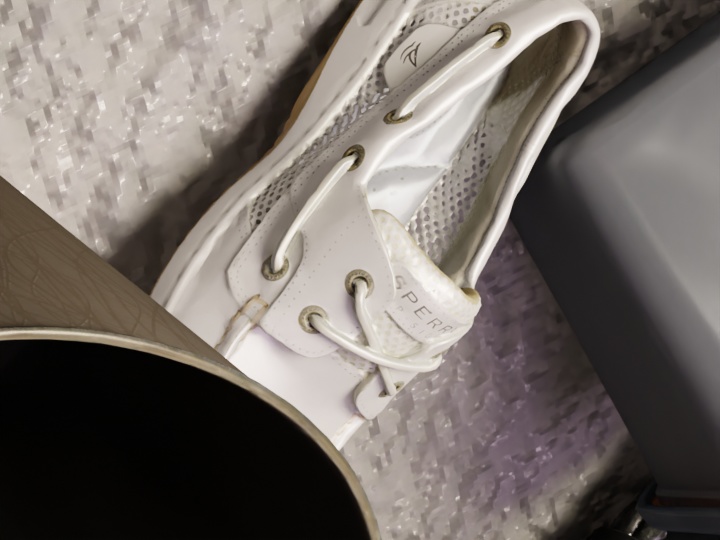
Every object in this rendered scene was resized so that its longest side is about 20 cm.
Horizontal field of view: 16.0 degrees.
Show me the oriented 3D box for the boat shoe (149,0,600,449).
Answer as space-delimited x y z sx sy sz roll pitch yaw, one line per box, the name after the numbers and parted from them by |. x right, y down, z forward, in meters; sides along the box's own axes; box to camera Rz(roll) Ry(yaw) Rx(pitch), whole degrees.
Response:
0.000 0.000 0.709 0.071 0.069 0.200 36 80 -44 | boat shoe

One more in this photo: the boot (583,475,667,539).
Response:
0.070 0.111 0.840 0.158 0.079 0.211 -40 143 0 | boot

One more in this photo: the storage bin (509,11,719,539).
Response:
0.144 -0.020 0.786 0.200 0.146 0.134 -35 94 -13 | storage bin

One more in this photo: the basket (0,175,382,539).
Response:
-0.115 0.031 0.583 0.180 0.200 0.136 22 103 -40 | basket
